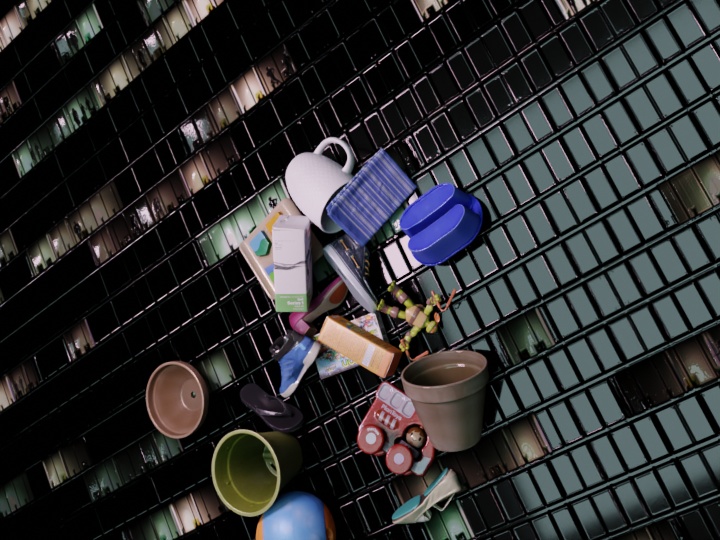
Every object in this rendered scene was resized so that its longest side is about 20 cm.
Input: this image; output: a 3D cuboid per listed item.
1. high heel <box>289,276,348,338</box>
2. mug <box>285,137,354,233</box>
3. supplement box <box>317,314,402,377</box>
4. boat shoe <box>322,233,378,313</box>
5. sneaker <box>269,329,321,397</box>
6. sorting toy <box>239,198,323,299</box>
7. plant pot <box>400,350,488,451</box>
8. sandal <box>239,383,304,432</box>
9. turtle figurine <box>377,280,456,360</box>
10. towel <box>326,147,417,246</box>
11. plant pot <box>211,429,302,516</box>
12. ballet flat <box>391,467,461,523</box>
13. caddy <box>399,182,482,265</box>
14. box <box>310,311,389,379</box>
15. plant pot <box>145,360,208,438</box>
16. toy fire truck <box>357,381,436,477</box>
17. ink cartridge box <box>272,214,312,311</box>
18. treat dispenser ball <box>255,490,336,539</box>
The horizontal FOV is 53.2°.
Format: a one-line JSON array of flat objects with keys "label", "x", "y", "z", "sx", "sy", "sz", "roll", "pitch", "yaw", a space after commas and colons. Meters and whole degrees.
[{"label": "high heel", "x": -0.108, "y": 0.073, "z": 1.812, "sx": 0.201, "sy": 0.067, "sz": 0.096, "roll": -50, "pitch": 48, "yaw": 4}, {"label": "mug", "x": -0.086, "y": -0.224, "z": 1.748, "sx": 0.175, "sy": 0.146, "sz": 0.203, "roll": 41, "pitch": 111, "yaw": 28}, {"label": "supplement box", "x": -0.002, "y": 0.179, "z": 1.715, "sx": 0.197, "sy": 0.066, "sz": 0.070, "roll": 25, "pitch": 100, "yaw": 22}, {"label": "boat shoe", "x": 0.000, "y": 0.000, "z": 1.741, "sx": 0.090, "sy": 0.071, "sz": 0.202, "roll": -35, "pitch": 81, "yaw": -15}, {"label": "sneaker", "x": -0.184, "y": 0.226, "z": 1.797, "sx": 0.110, "sy": 0.077, "sz": 0.201, "roll": 32, "pitch": 129, "yaw": -2}, {"label": "sorting toy", "x": -0.211, "y": -0.056, "z": 1.867, "sx": 0.199, "sy": 0.036, "sz": 0.187, "roll": -41, "pitch": 74, "yaw": 19}, {"label": "plant pot", "x": 0.200, "y": 0.298, "z": 1.607, "sx": 0.195, "sy": 0.200, "sz": 0.178, "roll": -6, "pitch": 103, "yaw": 24}, {"label": "sandal", "x": -0.234, "y": 0.352, "z": 1.853, "sx": 0.197, "sy": 0.076, "sz": 0.043, "roll": 24, "pitch": 143, "yaw": 23}, {"label": "turtle figurine", "x": 0.129, "y": 0.094, "z": 1.692, "sx": 0.159, "sy": 0.064, "sz": 0.203, "roll": 34, "pitch": 107, "yaw": 8}, {"label": "towel", "x": 0.027, "y": -0.168, "z": 1.691, "sx": 0.200, "sy": 0.144, "sz": 0.024, "roll": -47, "pitch": 32, "yaw": 2}, {"label": "plant pot", "x": -0.237, "y": 0.483, "z": 1.795, "sx": 0.195, "sy": 0.189, "sz": 0.206, "roll": 0, "pitch": 89, "yaw": 25}, {"label": "ballet flat", "x": 0.159, "y": 0.547, "z": 1.683, "sx": 0.200, "sy": 0.069, "sz": 0.070, "roll": -45, "pitch": 73, "yaw": 18}, {"label": "caddy", "x": 0.185, "y": -0.103, "z": 1.650, "sx": 0.198, "sy": 0.104, "sz": 0.144, "roll": -35, "pitch": 53, "yaw": 21}, {"label": "box", "x": -0.026, "y": 0.186, "z": 1.782, "sx": 0.196, "sy": 0.035, "sz": 0.113, "roll": -23, "pitch": 81, "yaw": 23}, {"label": "plant pot", "x": -0.481, "y": 0.347, "z": 1.962, "sx": 0.196, "sy": 0.092, "sz": 0.207, "roll": 0, "pitch": 89, "yaw": 25}, {"label": "toy fire truck", "x": 0.095, "y": 0.379, "z": 1.695, "sx": 0.197, "sy": 0.112, "sz": 0.170, "roll": 29, "pitch": 83, "yaw": 21}, {"label": "ink cartridge box", "x": -0.163, "y": -0.020, "z": 1.748, "sx": 0.082, "sy": 0.147, "sz": 0.206, "roll": 0, "pitch": 108, "yaw": 2}, {"label": "treat dispenser ball", "x": -0.157, "y": 0.645, "z": 1.752, "sx": 0.196, "sy": 0.200, "sz": 0.207, "roll": 0, "pitch": 90, "yaw": 24}]
